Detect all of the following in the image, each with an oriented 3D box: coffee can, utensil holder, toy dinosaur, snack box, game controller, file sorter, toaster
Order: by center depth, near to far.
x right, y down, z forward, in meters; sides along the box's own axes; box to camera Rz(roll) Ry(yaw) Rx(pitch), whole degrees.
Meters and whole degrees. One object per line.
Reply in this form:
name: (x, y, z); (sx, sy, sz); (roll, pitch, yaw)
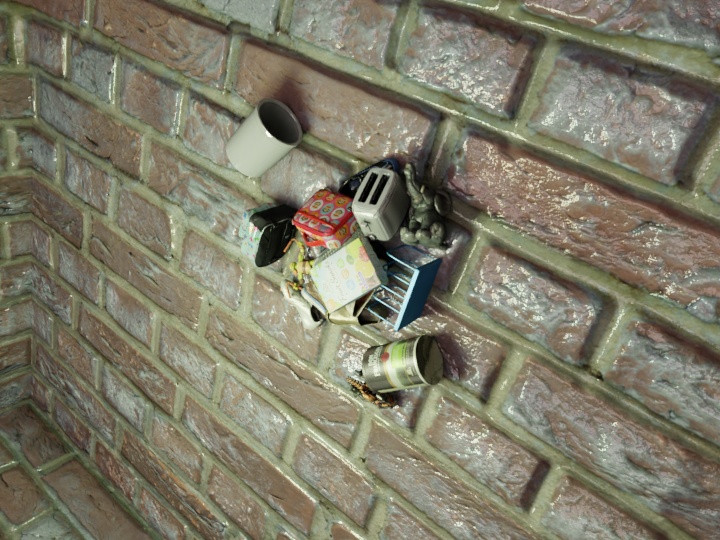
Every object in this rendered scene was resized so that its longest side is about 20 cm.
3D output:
toaster: (0.061, -0.190, 1.487); (0.113, 0.129, 0.201); (18, 72, 30)
snack box: (-0.036, 0.014, 1.541); (0.199, 0.053, 0.143); (-31, 80, 30)
file sorter: (0.122, 0.044, 1.561); (0.122, 0.138, 0.201); (30, 118, 26)
game controller: (0.000, 0.000, 1.614); (0.199, 0.042, 0.104); (-36, 121, 16)
coffee can: (0.125, 0.281, 1.621); (0.199, 0.146, 0.147); (-19, 92, 36)
toy dinosaur: (0.034, 0.371, 1.711); (0.136, 0.102, 0.201); (28, 153, 55)
utensil holder: (-0.308, -0.414, 1.719); (0.200, 0.170, 0.171); (-32, 84, 39)

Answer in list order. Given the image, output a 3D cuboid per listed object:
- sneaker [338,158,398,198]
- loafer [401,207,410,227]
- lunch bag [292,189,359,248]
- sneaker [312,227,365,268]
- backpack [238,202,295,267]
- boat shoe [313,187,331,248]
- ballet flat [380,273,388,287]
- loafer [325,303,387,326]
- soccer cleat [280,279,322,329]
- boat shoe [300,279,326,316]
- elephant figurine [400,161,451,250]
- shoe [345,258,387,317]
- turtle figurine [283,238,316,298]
sneaker: (0.021, -0.262, 1.584); (0.199, 0.078, 0.071); (-29, 86, 37)
loafer: (0.062, -0.136, 1.595); (0.199, 0.068, 0.071); (-12, 86, 33)
lunch bag: (-0.101, -0.142, 1.580); (0.199, 0.176, 0.082); (25, 156, 44)
sneaker: (-0.056, -0.079, 1.661); (0.202, 0.146, 0.077); (-37, 99, 17)
backpack: (-0.311, -0.116, 1.797); (0.150, 0.177, 0.201); (36, 131, 25)
boat shoe: (-0.127, -0.159, 1.725); (0.072, 0.062, 0.202); (15, 111, 31)
ballet flat: (-0.002, 0.002, 1.687); (0.199, 0.068, 0.068); (10, 105, 22)
loafer: (-0.016, 0.134, 1.685); (0.198, 0.067, 0.077); (-5, 99, 9)
soccer cleat: (-0.198, 0.108, 1.852); (0.077, 0.069, 0.201); (-31, 91, 31)
boat shoe: (-0.095, 0.103, 1.748); (0.199, 0.072, 0.073); (35, 113, -6)
elephant figurine: (0.181, -0.172, 1.475); (0.140, 0.155, 0.202); (3, 77, 0)
shoe: (0.021, 0.054, 1.594); (0.070, 0.054, 0.201); (22, 116, -22)
turtle figurine: (-0.175, -0.001, 1.801); (0.160, 0.064, 0.202); (5, 91, 23)
